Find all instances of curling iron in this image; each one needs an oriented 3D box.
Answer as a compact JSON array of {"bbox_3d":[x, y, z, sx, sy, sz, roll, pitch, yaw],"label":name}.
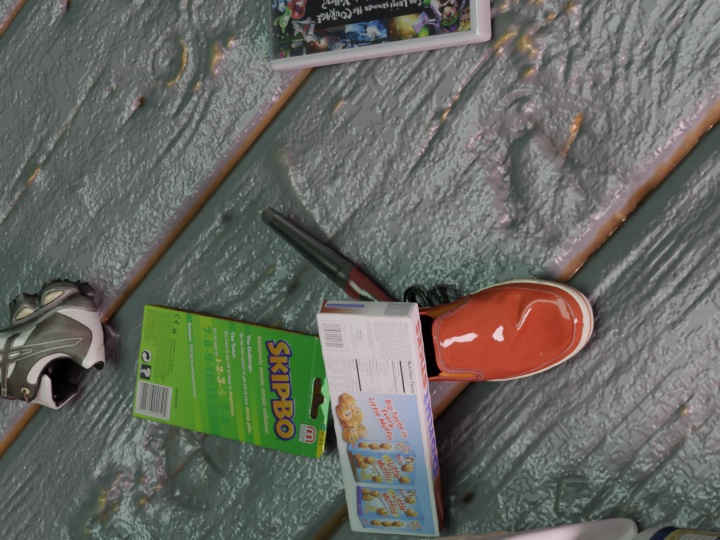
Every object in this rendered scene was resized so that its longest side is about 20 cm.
[{"bbox_3d":[0.000,0.000,1.545,0.199,0.025,0.050,31,109,30],"label":"curling iron"}]

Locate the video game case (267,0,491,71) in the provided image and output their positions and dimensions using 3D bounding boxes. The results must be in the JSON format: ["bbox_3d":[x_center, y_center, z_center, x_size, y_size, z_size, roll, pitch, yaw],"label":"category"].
[{"bbox_3d":[0.010,-0.258,1.549,0.199,0.023,0.183,-4,86,33],"label":"video game case"}]

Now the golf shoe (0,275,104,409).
[{"bbox_3d":[-0.301,0.089,1.718,0.200,0.078,0.095,-34,71,30],"label":"golf shoe"}]

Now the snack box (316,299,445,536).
[{"bbox_3d":[0.017,0.112,1.460,0.071,0.024,0.201,1,123,15],"label":"snack box"}]

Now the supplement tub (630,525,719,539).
[{"bbox_3d":[0.268,0.247,1.285,0.199,0.144,0.146,3,90,34],"label":"supplement tub"}]

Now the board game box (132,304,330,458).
[{"bbox_3d":[-0.100,0.089,1.611,0.199,0.030,0.096,10,95,37],"label":"board game box"}]

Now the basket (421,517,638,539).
[{"bbox_3d":[0.097,0.247,1.373,0.123,0.199,0.137,-6,85,38],"label":"basket"}]

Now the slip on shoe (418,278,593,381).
[{"bbox_3d":[0.074,0.051,1.456,0.198,0.061,0.075,-7,98,18],"label":"slip on shoe"}]
